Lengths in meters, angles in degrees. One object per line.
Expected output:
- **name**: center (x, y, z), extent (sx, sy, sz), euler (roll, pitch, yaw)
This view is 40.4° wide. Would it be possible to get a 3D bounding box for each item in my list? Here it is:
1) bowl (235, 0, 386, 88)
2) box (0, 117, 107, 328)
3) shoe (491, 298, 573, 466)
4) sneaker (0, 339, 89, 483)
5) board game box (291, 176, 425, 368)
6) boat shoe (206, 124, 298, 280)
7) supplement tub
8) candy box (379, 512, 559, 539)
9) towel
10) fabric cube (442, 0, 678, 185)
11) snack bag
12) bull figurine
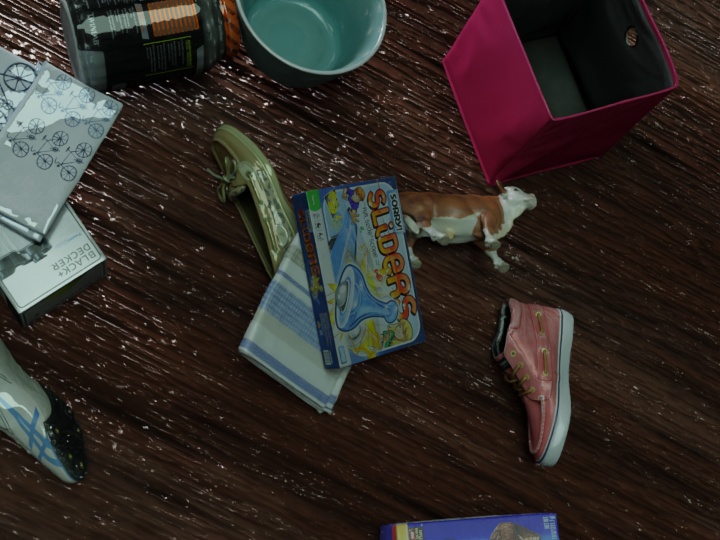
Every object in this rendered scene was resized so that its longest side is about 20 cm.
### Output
- **bowl**: center (-0.075, -0.313, 1.236), extent (0.197, 0.105, 0.205), euler (8, 68, -20)
- **box**: center (-0.384, -0.054, 1.094), extent (0.116, 0.060, 0.202), euler (-33, 83, -23)
- **shoe**: center (0.205, 0.133, 1.195), extent (0.089, 0.072, 0.204), euler (14, 64, -9)
- **sneaker**: center (-0.365, 0.149, 1.037), extent (0.072, 0.072, 0.201), euler (-40, 93, 11)
- **board game box**: center (0.000, 0.000, 1.148), extent (0.133, 0.034, 0.205), euler (-14, 93, -36)
- **boat shoe**: center (-0.127, -0.082, 1.168), extent (0.062, 0.073, 0.202), euler (-31, 83, -25)
- **supplement tub**: center (-0.252, -0.289, 1.175), extent (0.196, 0.123, 0.125), euler (-14, 76, -20)
- **candy box**: center (0.128, 0.364, 1.090), extent (0.195, 0.077, 0.173), euler (-1, 73, -14)
- **towel**: center (-0.050, 0.046, 1.144), extent (0.146, 0.024, 0.203), euler (37, 66, -29)
- **fabric cube**: center (0.250, -0.255, 1.264), extent (0.196, 0.200, 0.200), euler (-16, 76, -19)
- **snack bag**: center (-0.392, -0.157, 1.082), extent (0.197, 0.021, 0.191), euler (28, 67, -5)
- **bull figurine**: center (0.131, -0.059, 1.228), extent (0.195, 0.066, 0.123), euler (-1, 40, -8)
